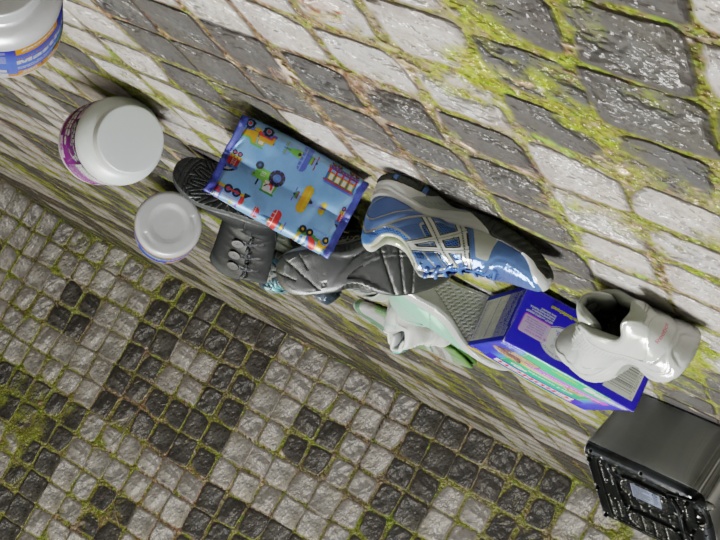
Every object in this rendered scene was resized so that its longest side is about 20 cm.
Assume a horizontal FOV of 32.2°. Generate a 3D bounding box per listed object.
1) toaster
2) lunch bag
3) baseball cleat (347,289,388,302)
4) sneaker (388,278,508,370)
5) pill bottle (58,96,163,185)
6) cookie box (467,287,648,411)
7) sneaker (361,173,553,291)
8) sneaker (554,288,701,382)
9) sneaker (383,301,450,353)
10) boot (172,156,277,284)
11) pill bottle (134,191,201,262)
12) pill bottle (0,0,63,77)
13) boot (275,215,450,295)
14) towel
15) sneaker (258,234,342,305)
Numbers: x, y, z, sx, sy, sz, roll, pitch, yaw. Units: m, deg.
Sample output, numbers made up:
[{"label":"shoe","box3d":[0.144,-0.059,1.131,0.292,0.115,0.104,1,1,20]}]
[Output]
[{"label":"toaster","box3d":[0.410,0.277,1.639,0.199,0.119,0.181,22,151,37]},{"label":"lunch bag","box3d":[-0.084,-0.099,1.381,0.150,0.094,0.200,29,-176,-7]},{"label":"baseball cleat","box3d":[0.000,0.000,1.731,0.106,0.070,0.200,22,-179,5]},{"label":"sneaker","box3d":[0.120,0.061,1.612,0.200,0.074,0.118,38,166,4]},{"label":"pill bottle","box3d":[-0.314,-0.164,1.588,0.112,0.113,0.200,32,171,-22]},{"label":"cookie box","box3d":[0.229,0.094,1.453,0.171,0.075,0.200,29,172,-3]},{"label":"sneaker","box3d":[0.093,-0.020,1.219,0.199,0.077,0.076,25,169,16]},{"label":"sneaker","box3d":[0.243,0.054,1.228,0.099,0.078,0.200,38,161,-15]},{"label":"sneaker","box3d":[0.079,0.092,1.894,0.075,0.089,0.200,22,170,30]},{"label":"boot","box3d":[-0.191,-0.065,1.758,0.164,0.066,0.200,28,156,3]},{"label":"pill bottle","box3d":[-0.336,-0.071,2.165,0.112,0.112,0.200,30,172,-7]},{"label":"pill bottle","box3d":[-0.326,-0.247,1.133,0.112,0.112,0.200,30,172,-11]},{"label":"boot","box3d":[0.009,-0.028,1.472,0.202,0.074,0.154,-4,-160,6]},{"label":"towel","box3d":[0.092,0.112,2.177,0.200,0.031,0.149,20,169,46]},{"label":"sneaker","box3d":[-0.102,0.008,1.867,0.078,0.086,0.200,36,-176,-44]}]
